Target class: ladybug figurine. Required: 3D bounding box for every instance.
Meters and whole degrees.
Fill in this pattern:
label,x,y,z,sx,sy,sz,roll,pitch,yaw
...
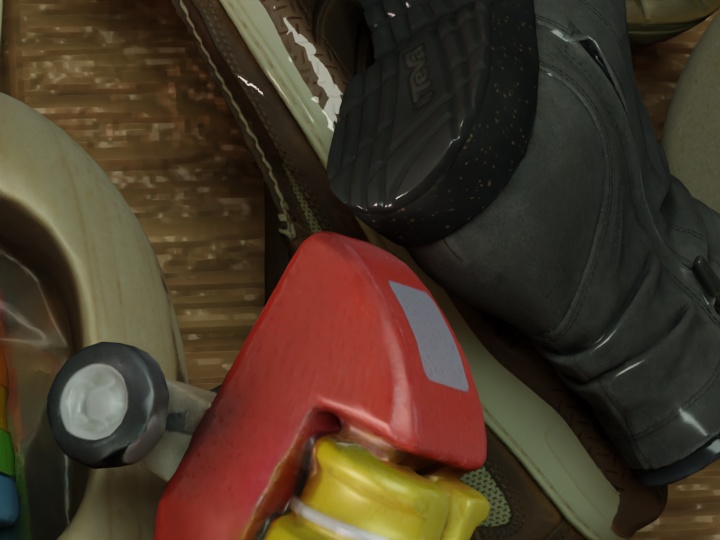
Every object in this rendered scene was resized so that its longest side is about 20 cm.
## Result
label,x,y,z,sx,sy,sz,roll,pitch,yaw
ladybug figurine,-0.113,0.047,0.789,0.135,0.072,0.200,0,65,-8

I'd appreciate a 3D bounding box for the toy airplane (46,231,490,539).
label,x,y,z,sx,sy,sz,roll,pitch,yaw
toy airplane,-0.007,0.117,0.693,0.141,0.199,0.200,2,34,30

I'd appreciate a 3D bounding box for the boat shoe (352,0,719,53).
label,x,y,z,sx,sy,sz,roll,pitch,yaw
boat shoe,0.008,-0.095,0.879,0.200,0.066,0.074,11,71,-7

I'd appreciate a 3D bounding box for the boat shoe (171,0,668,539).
label,x,y,z,sx,sy,sz,roll,pitch,yaw
boat shoe,-0.001,0.001,0.810,0.075,0.075,0.203,-34,89,17

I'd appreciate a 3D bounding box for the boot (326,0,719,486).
label,x,y,z,sx,sy,sz,roll,pitch,yaw
boot,0.060,-0.044,0.805,0.132,0.070,0.200,43,43,-27

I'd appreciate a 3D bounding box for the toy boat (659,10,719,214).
label,x,y,z,sx,sy,sz,roll,pitch,yaw
toy boat,0.181,-0.006,0.851,0.131,0.131,0.200,-10,64,-47

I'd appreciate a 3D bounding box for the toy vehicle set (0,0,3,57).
label,x,y,z,sx,sy,sz,roll,pitch,yaw
toy vehicle set,-0.203,-0.112,0.875,0.199,0.027,0.125,4,65,-7
